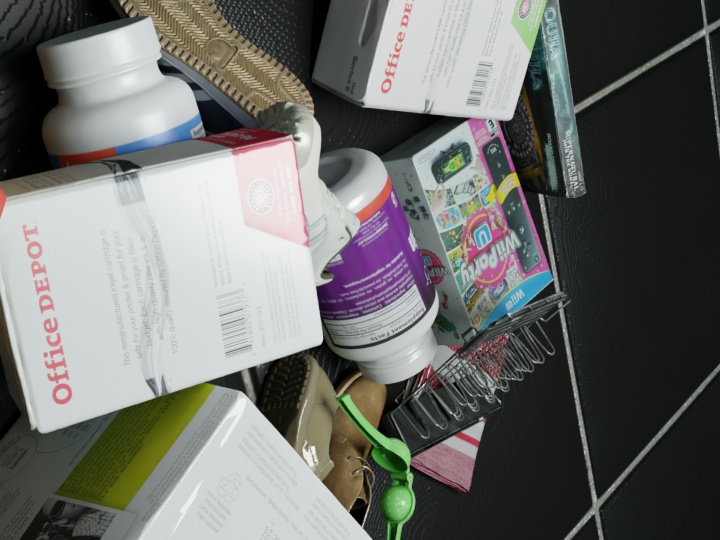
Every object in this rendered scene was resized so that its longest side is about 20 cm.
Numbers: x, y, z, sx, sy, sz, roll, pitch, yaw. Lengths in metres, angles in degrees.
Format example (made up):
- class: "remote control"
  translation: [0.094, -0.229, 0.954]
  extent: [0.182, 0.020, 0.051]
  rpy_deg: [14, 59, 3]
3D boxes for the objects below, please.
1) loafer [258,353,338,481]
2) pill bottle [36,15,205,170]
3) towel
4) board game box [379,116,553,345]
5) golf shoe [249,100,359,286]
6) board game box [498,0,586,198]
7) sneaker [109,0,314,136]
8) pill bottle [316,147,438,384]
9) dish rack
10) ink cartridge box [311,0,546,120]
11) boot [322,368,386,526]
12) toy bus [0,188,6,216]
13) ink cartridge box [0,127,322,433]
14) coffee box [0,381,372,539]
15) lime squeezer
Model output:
- class: "loafer"
  translation: [-0.062, 0.173, 0.964]
  extent: [0.067, 0.076, 0.201]
  rpy_deg: [33, 69, -38]
- class: "pill bottle"
  translation: [-0.162, -0.073, 0.802]
  extent: [0.112, 0.112, 0.201]
  rpy_deg: [-34, 117, -42]
- class: "towel"
  translation: [0.103, 0.122, 1.190]
  extent: [0.144, 0.023, 0.201]
  rpy_deg: [35, 67, -46]
- class: "board game box"
  translation: [0.106, -0.046, 1.133]
  extent: [0.147, 0.064, 0.201]
  rpy_deg: [-36, 112, -40]
- class: "golf shoe"
  translation: [-0.044, -0.052, 0.849]
  extent: [0.097, 0.200, 0.079]
  rpy_deg: [-4, 56, -20]
- class: "board game box"
  translation: [0.168, -0.179, 1.157]
  extent: [0.028, 0.135, 0.201]
  rpy_deg: [-20, 110, -25]
- class: "sneaker"
  translation: [-0.135, -0.158, 0.870]
  extent: [0.200, 0.108, 0.070]
  rpy_deg: [43, 60, -7]
- class: "pill bottle"
  translation: [0.000, 0.000, 0.994]
  extent: [0.113, 0.112, 0.201]
  rpy_deg: [-48, 127, -35]
- class: "dish rack"
  translation: [0.116, 0.096, 1.058]
  extent: [0.153, 0.200, 0.055]
  rpy_deg: [-20, 68, -46]
- class: "ink cartridge box"
  translation: [0.068, -0.223, 1.030]
  extent: [0.199, 0.084, 0.146]
  rpy_deg: [-2, 114, -42]
- class: "boot"
  translation: [-0.010, 0.183, 1.027]
  extent: [0.074, 0.075, 0.201]
  rpy_deg: [45, 59, -38]
- class: "toy bus"
  translation: [-0.281, -0.072, 0.591]
  extent: [0.191, 0.136, 0.201]
  rpy_deg: [14, 79, -14]
- class: "ink cartridge box"
  translation: [-0.136, -0.001, 0.718]
  extent: [0.199, 0.083, 0.146]
  rpy_deg: [-16, 109, -26]
- class: "coffee box"
  translation: [-0.148, 0.202, 0.772]
  extent: [0.200, 0.197, 0.200]
  rpy_deg: [-56, 131, -27]
- class: "lime squeezer"
  translation: [0.024, 0.195, 0.986]
  extent: [0.071, 0.038, 0.201]
  rpy_deg: [-35, 118, -65]
